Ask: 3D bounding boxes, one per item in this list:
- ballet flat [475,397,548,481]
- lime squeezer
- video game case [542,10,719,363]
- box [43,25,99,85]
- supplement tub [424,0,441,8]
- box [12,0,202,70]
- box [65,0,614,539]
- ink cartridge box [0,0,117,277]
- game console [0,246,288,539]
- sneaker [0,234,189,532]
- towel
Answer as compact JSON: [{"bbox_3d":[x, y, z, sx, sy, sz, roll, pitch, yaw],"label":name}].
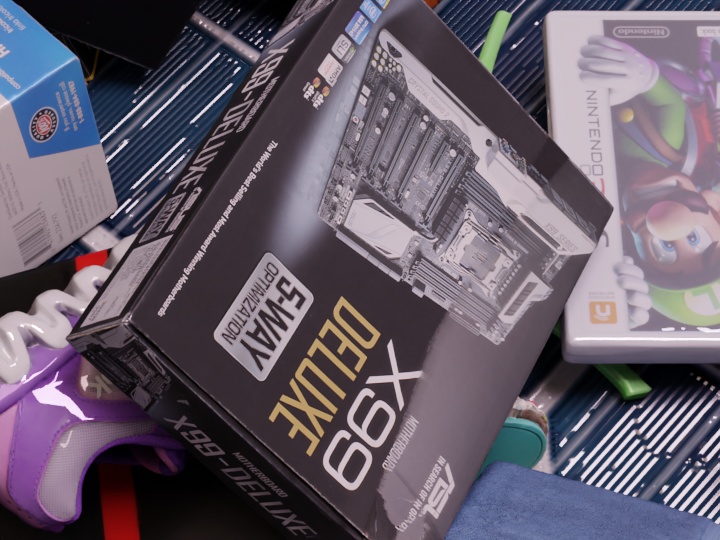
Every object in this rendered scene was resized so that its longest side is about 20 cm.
[{"bbox_3d":[-0.019,0.089,0.838,0.199,0.076,0.064,-24,45,-5],"label":"ballet flat"},{"bbox_3d":[0.066,-0.030,0.881,0.070,0.038,0.201,-16,68,-5],"label":"lime squeezer"},{"bbox_3d":[0.186,-0.041,0.876,0.199,0.023,0.182,0,59,-1],"label":"video game case"},{"bbox_3d":[-0.210,-0.192,1.065,0.159,0.049,0.201,-2,59,14],"label":"box"},{"bbox_3d":[0.017,-0.234,0.994,0.122,0.123,0.201,4,60,15],"label":"supplement tub"},{"bbox_3d":[-0.093,-0.234,0.943,0.104,0.200,0.183,21,58,-17],"label":"box"},{"bbox_3d":[0.000,0.000,0.763,0.050,0.158,0.200,-17,34,51],"label":"box"},{"bbox_3d":[-0.218,-0.025,0.909,0.200,0.116,0.067,-37,59,-21],"label":"ink cartridge box"},{"bbox_3d":[-0.105,0.079,0.816,0.176,0.031,0.201,-14,59,5],"label":"game console"},{"bbox_3d":[-0.082,0.033,0.780,0.200,0.080,0.089,-37,87,-25],"label":"sneaker"},{"bbox_3d":[0.128,0.134,0.759,0.199,0.112,0.049,15,106,18],"label":"towel"}]
